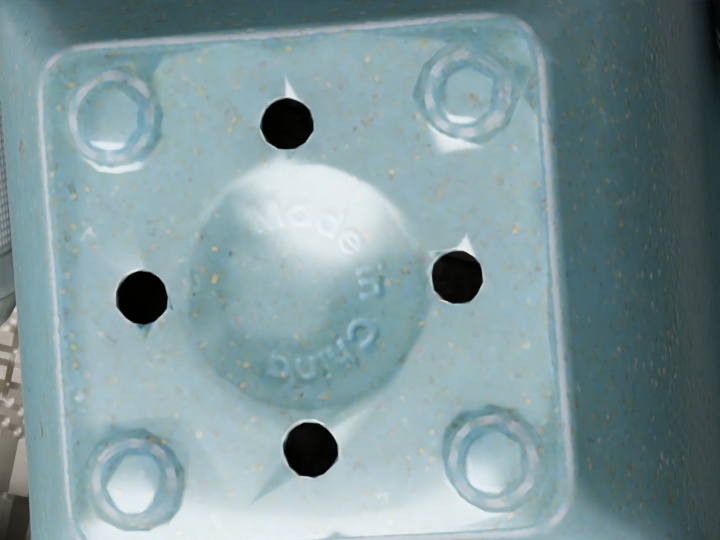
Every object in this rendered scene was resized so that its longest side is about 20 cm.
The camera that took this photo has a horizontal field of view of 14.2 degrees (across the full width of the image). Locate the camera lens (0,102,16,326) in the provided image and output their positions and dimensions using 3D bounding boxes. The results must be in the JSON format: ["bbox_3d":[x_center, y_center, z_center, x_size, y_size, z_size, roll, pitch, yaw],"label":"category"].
[{"bbox_3d":[-0.173,-0.067,0.762,0.159,0.160,0.201,-3,102,8],"label":"camera lens"}]

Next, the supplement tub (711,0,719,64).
[{"bbox_3d":[0.141,-0.140,0.723,0.122,0.123,0.201,-5,110,8],"label":"supplement tub"}]

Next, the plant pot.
[{"bbox_3d":[0.000,0.000,0.733,0.195,0.200,0.197,-4,90,7],"label":"plant pot"}]
